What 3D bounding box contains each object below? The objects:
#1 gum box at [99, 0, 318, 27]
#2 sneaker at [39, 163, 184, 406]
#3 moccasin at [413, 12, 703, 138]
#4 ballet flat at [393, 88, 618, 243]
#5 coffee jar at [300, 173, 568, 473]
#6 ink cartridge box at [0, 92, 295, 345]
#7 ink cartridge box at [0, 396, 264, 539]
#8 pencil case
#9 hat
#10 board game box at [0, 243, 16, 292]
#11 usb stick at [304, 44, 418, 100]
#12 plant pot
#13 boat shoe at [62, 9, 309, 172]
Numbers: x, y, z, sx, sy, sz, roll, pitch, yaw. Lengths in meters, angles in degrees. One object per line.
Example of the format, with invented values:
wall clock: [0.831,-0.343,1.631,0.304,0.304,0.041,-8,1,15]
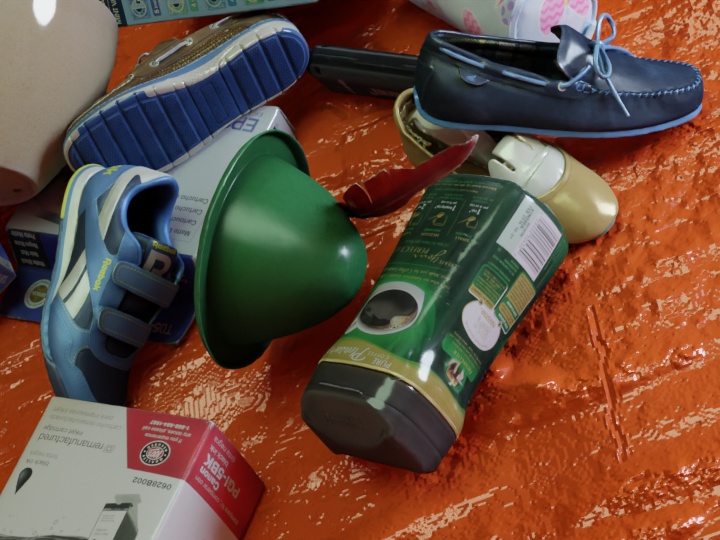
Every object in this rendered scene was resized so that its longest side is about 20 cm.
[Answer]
gum box: [-0.087,-0.241,1.723,0.199,0.045,0.170,-4,19,29]
sneaker: [-0.174,0.015,1.568,0.082,0.074,0.202,-6,71,30]
moccasin: [0.136,-0.132,1.488,0.198,0.069,0.081,-2,29,-5]
ballet flat: [0.092,-0.075,1.521,0.199,0.063,0.069,27,71,42]
coffee jar: [0.047,0.037,1.436,0.104,0.085,0.201,8,58,47]
ink cartridge box: [-0.173,-0.046,1.673,0.199,0.041,0.201,7,58,35]
ink cartridge box: [-0.175,0.194,1.441,0.146,0.083,0.201,5,56,33]
pencil case: [0.086,-0.213,1.625,0.200,0.091,0.083,37,94,45]
hat: [0.000,0.000,1.452,0.175,0.200,0.167,13,82,20]
board game box: [-0.358,-0.015,1.735,0.134,0.045,0.200,-45,43,10]
usb stick: [0.046,-0.139,1.610,0.199,0.055,0.033,12,84,38]
plant pot: [-0.287,-0.127,1.666,0.199,0.200,0.135,-8,69,25]
boat shoe: [-0.136,-0.134,1.654,0.199,0.073,0.072,-26,38,-8]
